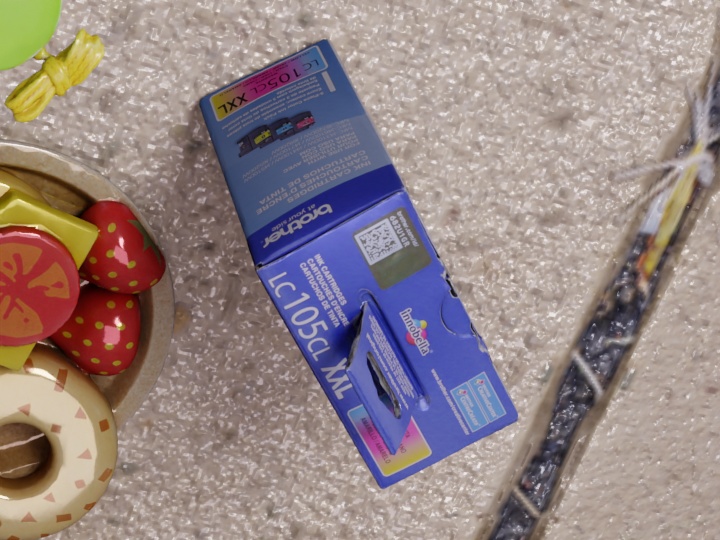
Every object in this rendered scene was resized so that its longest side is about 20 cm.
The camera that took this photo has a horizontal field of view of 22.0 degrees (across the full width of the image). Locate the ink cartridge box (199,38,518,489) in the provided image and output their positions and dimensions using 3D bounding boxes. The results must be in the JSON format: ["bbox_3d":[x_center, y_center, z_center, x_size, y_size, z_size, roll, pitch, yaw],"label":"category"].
[{"bbox_3d":[0.000,0.000,0.836,0.076,0.200,0.137,-28,122,1],"label":"ink cartridge box"}]

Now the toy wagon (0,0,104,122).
[{"bbox_3d":[-0.159,-0.128,0.583,0.155,0.040,0.200,-39,123,5],"label":"toy wagon"}]

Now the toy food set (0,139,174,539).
[{"bbox_3d":[-0.187,0.030,0.890,0.197,0.049,0.201,23,110,-25],"label":"toy food set"}]
